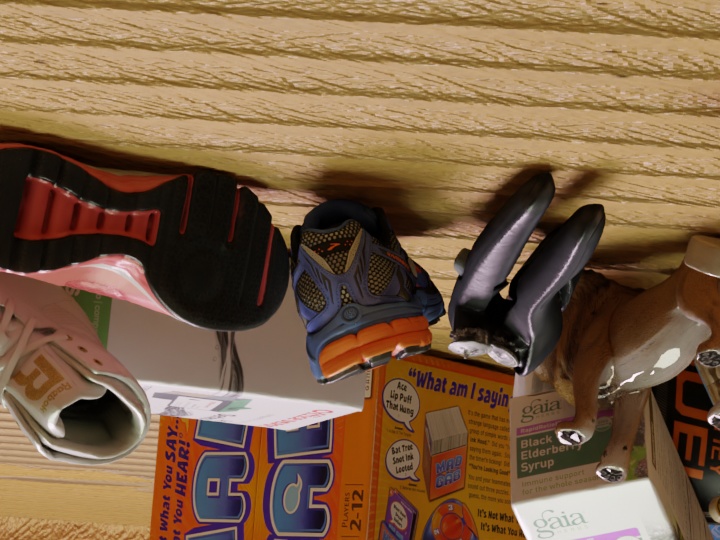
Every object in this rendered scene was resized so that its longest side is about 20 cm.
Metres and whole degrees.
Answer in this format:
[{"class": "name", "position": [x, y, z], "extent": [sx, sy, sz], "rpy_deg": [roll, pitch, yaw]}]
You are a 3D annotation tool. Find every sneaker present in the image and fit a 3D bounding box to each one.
[{"class": "sneaker", "position": [0.000, 0.000, 1.436], "extent": [0.075, 0.079, 0.200], "rpy_deg": [-17, -174, -1]}, {"class": "sneaker", "position": [-0.125, -0.024, 1.394], "extent": [0.199, 0.074, 0.087], "rpy_deg": [17, 178, -34]}, {"class": "sneaker", "position": [-0.177, 0.024, 1.414], "extent": [0.200, 0.074, 0.116], "rpy_deg": [39, -176, -45]}]

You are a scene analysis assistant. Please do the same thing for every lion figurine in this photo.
[{"class": "lion figurine", "position": [0.155, 0.029, 1.474], "extent": [0.072, 0.123, 0.199], "rpy_deg": [37, 140, -29]}]

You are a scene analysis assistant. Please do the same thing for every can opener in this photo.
[{"class": "can opener", "position": [0.078, -0.004, 1.401], "extent": [0.063, 0.079, 0.200], "rpy_deg": [20, 163, 4]}]

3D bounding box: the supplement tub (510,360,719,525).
[{"class": "supplement tub", "position": [0.189, 0.085, 1.665], "extent": [0.199, 0.123, 0.123], "rpy_deg": [4, 170, 0]}]

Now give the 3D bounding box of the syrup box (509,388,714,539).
[{"class": "syrup box", "position": [0.147, 0.152, 1.591], "extent": [0.078, 0.082, 0.200], "rpy_deg": [-13, 135, 15]}]

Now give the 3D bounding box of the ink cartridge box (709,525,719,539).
[{"class": "ink cartridge box", "position": [0.290, 0.134, 1.736], "extent": [0.115, 0.200, 0.068], "rpy_deg": [40, 164, 33]}]

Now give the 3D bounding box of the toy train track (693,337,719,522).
[{"class": "toy train track", "position": [0.200, 0.101, 1.534], "extent": [0.032, 0.201, 0.115], "rpy_deg": [-17, 170, -30]}]

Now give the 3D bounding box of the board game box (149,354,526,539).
[{"class": "board game box", "position": [-0.006, 0.165, 1.986], "extent": [0.199, 0.201, 0.199], "rpy_deg": [-3, 168, 41]}]

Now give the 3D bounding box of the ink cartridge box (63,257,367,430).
[{"class": "ink cartridge box", "position": [-0.106, 0.035, 1.621], "extent": [0.199, 0.085, 0.146], "rpy_deg": [8, 170, -18]}]

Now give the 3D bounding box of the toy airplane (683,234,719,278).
[{"class": "toy airplane", "position": [0.238, 0.020, 1.210], "extent": [0.199, 0.142, 0.199], "rpy_deg": [3, 171, 9]}]
